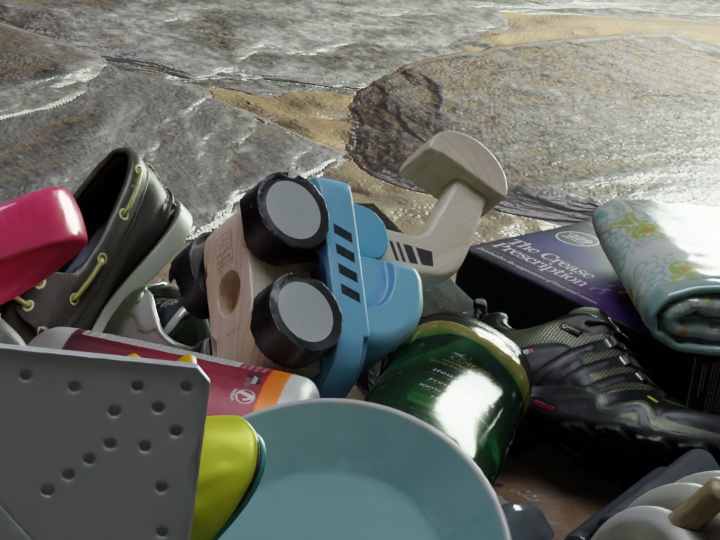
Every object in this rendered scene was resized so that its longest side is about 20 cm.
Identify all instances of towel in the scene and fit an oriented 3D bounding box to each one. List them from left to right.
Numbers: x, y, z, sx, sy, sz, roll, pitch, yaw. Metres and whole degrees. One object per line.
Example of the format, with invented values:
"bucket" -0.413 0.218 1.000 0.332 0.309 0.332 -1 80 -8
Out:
"towel" 0.255 0.008 1.777 0.199 0.048 0.171 6 18 -11

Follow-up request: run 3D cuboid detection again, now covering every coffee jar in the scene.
"coffee jar" 0.035 0.097 1.571 0.085 0.105 0.200 29 22 2

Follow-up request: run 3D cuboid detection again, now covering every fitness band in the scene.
"fitness band" -0.219 0.004 1.467 0.143 0.038 0.200 -21 -4 -28

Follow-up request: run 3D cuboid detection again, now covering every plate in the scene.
"plate" -0.023 0.155 1.360 0.199 0.026 0.201 -6 61 10

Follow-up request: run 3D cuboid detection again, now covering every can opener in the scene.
"can opener" 0.127 0.132 1.551 0.053 0.067 0.200 -33 -3 37

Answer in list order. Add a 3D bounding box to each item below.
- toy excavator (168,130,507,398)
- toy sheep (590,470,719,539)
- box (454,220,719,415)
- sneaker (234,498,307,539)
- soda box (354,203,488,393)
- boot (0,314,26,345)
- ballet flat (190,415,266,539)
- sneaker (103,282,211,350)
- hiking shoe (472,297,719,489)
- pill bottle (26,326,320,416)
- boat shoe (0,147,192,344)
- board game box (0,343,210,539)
"toy excavator" 0.000 0.000 1.629 0.199 0.100 0.195 13 56 -32
"toy sheep" 0.183 0.162 1.426 0.199 0.139 0.138 8 16 -38
"box" 0.174 0.042 1.825 0.200 0.079 0.141 26 24 39
"sneaker" -0.058 0.144 1.432 0.199 0.088 0.076 5 21 -10
"soda box" 0.010 0.020 1.833 0.070 0.064 0.200 0 22 -23
"boot" -0.204 0.109 1.440 0.132 0.200 0.070 47 44 0
"ballet flat" -0.129 0.124 1.339 0.067 0.200 0.067 23 45 -37
"sneaker" -0.134 0.039 1.700 0.199 0.081 0.076 23 26 38
"hiking shoe" 0.145 0.066 1.690 0.199 0.076 0.101 14 61 15
"pill bottle" -0.128 0.091 1.515 0.199 0.110 0.110 11 20 8
"boat shoe" -0.177 0.015 1.644 0.072 0.061 0.201 -1 43 46
"board game box" -0.177 0.121 1.277 0.199 0.201 0.026 6 20 -7
